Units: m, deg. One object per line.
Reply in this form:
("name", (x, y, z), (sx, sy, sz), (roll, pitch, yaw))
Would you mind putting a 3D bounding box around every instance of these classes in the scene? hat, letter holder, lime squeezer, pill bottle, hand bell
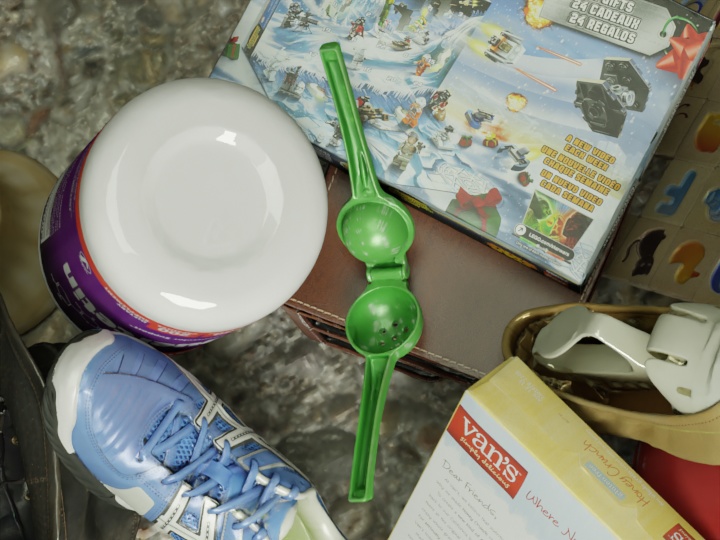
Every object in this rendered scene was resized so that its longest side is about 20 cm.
("hat", (-0.153, 0.098, 1.172), (0.080, 0.200, 0.202), (-8, 74, -31))
("letter holder", (0.065, -0.045, 1.176), (0.141, 0.101, 0.201), (20, 82, 10))
("lime squeezer", (0.000, 0.000, 1.085), (0.037, 0.070, 0.202), (-3, 90, 35))
("pill bottle", (-0.090, -0.019, 1.135), (0.111, 0.200, 0.114), (2, 82, -15))
("hand bell", (-0.210, -0.032, 1.163), (0.103, 0.200, 0.105), (-2, 79, 8))

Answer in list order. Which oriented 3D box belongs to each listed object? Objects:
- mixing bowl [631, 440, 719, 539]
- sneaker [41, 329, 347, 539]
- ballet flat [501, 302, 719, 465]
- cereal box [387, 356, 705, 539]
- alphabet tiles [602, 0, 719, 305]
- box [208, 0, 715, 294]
("mixing bowl", (0.191, 0.106, 1.094), (0.108, 0.200, 0.202), (-9, 76, 33))
("sneaker", (-0.066, 0.093, 1.104), (0.077, 0.200, 0.076), (5, 60, 45))
("ballet flat", (0.128, 0.042, 1.016), (0.063, 0.199, 0.069), (36, 69, -26))
("cereal box", (0.077, 0.152, 1.089), (0.144, 0.201, 0.039), (44, 49, 17))
("alphabet tiles", (0.178, -0.062, 1.135), (0.200, 0.008, 0.168), (18, 75, 57))
("box", (0.046, -0.096, 1.117), (0.199, 0.040, 0.138), (28, 84, 9))
